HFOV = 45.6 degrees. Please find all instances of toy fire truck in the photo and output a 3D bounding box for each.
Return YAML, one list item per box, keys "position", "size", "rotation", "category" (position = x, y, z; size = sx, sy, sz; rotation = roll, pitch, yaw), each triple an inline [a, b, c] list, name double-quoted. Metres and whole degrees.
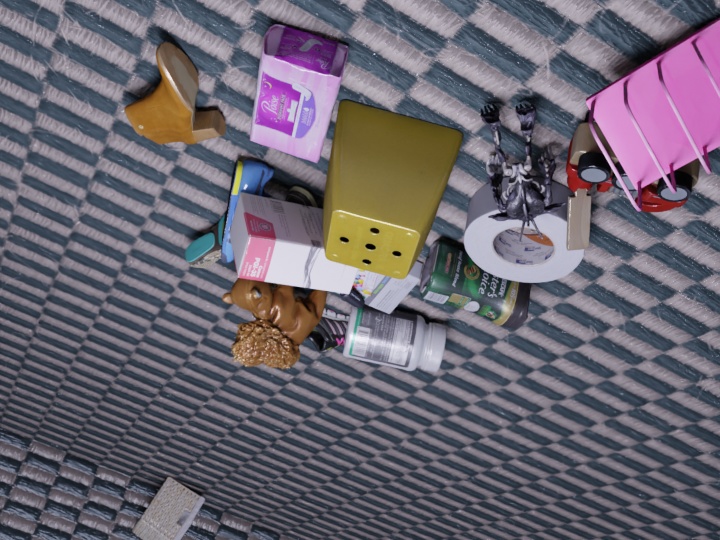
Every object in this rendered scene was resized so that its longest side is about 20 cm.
- position: [0.374, -0.116, 1.246]
  size: [0.172, 0.132, 0.201]
  rotation: [12, 159, 2]
  category: "toy fire truck"

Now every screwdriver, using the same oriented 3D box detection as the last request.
- position: [-0.051, 0.019, 1.598]
  size: [0.029, 0.028, 0.200]
  rotation: [-44, 135, 2]
  category: "screwdriver"

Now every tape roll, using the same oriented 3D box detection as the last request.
- position: [0.269, -0.063, 1.402]
  size: [0.195, 0.067, 0.202]
  rotation: [11, 148, 7]
  category: "tape roll"

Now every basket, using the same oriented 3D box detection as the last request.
- position: [-0.679, 0.867, 3.026]
  size: [0.159, 0.200, 0.200]
  rotation: [35, 144, -3]
  category: "basket"

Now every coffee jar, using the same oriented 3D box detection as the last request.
- position: [0.209, 0.026, 1.524]
  size: [0.196, 0.106, 0.086]
  rotation: [19, 150, -8]
  category: "coffee jar"

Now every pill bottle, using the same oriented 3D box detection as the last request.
- position: [0.068, 0.138, 1.733]
  size: [0.195, 0.115, 0.114]
  rotation: [13, 148, -2]
  category: "pill bottle"

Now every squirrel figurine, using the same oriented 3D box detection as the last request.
- position: [-0.184, 0.091, 1.686]
  size: [0.139, 0.205, 0.186]
  rotation: [0, 158, 34]
  category: "squirrel figurine"

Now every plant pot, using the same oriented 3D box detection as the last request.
- position: [0.031, -0.108, 1.327]
  size: [0.195, 0.179, 0.201]
  rotation: [15, 147, 0]
  category: "plant pot"

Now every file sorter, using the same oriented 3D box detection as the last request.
- position: [0.391, -0.184, 1.033]
  size: [0.198, 0.126, 0.140]
  rotation: [-29, 105, 27]
  category: "file sorter"

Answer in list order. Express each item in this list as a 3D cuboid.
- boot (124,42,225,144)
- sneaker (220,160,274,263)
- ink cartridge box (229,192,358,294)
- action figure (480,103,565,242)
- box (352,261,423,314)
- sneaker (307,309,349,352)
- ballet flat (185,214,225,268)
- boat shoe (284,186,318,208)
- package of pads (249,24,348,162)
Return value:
- position: [-0.311, -0.263, 1.329]
  size: [0.141, 0.072, 0.202]
  rotation: [-3, 148, 20]
  category: "boot"
- position: [-0.198, -0.094, 1.490]
  size: [0.077, 0.066, 0.203]
  rotation: [9, 122, -16]
  category: "sneaker"
- position: [-0.108, -0.044, 1.420]
  size: [0.195, 0.147, 0.084]
  rotation: [10, 119, -21]
  category: "ink cartridge box"
- position: [0.236, -0.147, 1.257]
  size: [0.116, 0.103, 0.203]
  rotation: [-5, 125, 18]
  category: "action figure"
- position: [0.000, 0.000, 1.627]
  size: [0.196, 0.042, 0.156]
  rotation: [24, 146, -11]
  category: "box"
- position: [-0.054, 0.139, 1.811]
  size: [0.196, 0.089, 0.074]
  rotation: [21, 147, -10]
  category: "sneaker"
- position: [-0.254, -0.058, 1.623]
  size: [0.074, 0.069, 0.198]
  rotation: [14, 147, -39]
  category: "ballet flat"
- position: [-0.115, -0.058, 1.535]
  size: [0.072, 0.065, 0.203]
  rotation: [22, 137, 18]
  category: "boat shoe"
- position: [-0.095, -0.254, 1.253]
  size: [0.118, 0.077, 0.201]
  rotation: [16, 147, -4]
  category: "package of pads"
